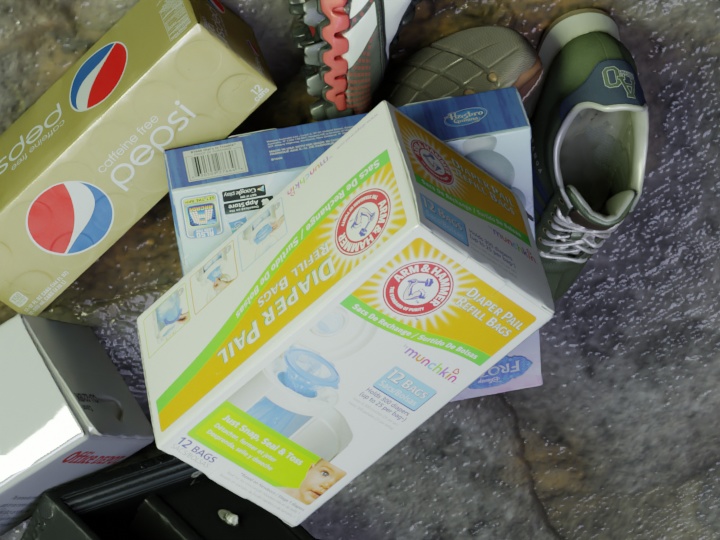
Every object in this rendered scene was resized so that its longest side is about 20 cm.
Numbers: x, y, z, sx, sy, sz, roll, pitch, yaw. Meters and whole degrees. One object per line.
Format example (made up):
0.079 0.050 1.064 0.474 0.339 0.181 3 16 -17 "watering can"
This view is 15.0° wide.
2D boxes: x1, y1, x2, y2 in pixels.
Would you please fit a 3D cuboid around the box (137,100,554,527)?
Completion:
-0.011 0.025 1.460 0.200 0.102 0.112 -40 128 22 "box"

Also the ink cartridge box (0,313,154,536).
-0.233 0.112 1.559 0.199 0.084 0.144 -31 171 7 "ink cartridge box"

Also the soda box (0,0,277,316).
-0.142 -0.069 1.512 0.200 0.064 0.068 -42 127 15 "soda box"

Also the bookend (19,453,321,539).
-0.076 0.206 1.601 0.198 0.200 0.092 -13 139 -54 "bookend"

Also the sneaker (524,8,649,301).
0.123 -0.045 1.597 0.067 0.090 0.201 -1 126 -18 "sneaker"

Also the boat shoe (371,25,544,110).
0.032 -0.063 1.572 0.200 0.076 0.072 -39 132 24 "boat shoe"

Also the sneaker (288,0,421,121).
0.012 -0.166 1.485 0.097 0.071 0.201 -4 125 -12 "sneaker"

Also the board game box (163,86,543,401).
0.000 0.000 1.541 0.199 0.044 0.200 -10 132 -4 "board game box"
